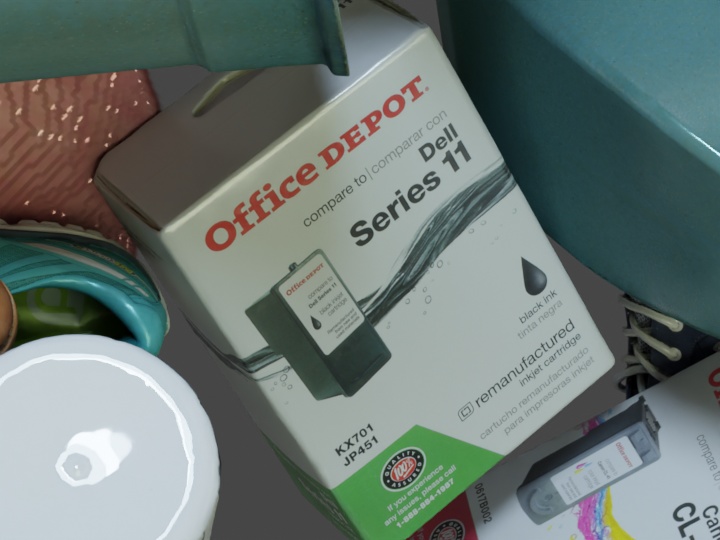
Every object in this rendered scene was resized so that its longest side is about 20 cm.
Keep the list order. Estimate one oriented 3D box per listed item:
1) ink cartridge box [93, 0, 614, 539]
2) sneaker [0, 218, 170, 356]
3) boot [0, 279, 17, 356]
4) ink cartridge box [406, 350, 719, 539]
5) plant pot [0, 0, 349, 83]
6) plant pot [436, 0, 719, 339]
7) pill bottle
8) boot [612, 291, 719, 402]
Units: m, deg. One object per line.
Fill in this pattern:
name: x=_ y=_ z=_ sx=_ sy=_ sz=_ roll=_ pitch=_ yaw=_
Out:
ink cartridge box: x=0.000 y=0.000 z=0.963 sx=0.146 sy=0.083 sz=0.200 roll=-39 pitch=122 yaw=-10
sneaker: x=-0.172 y=0.013 z=0.876 sx=0.199 sy=0.080 sz=0.078 roll=-1 pitch=109 yaw=-19
boot: x=-0.197 y=-0.025 z=0.759 sx=0.199 sy=0.155 sz=0.077 roll=19 pitch=56 yaw=-17
ink cartridge box: x=0.123 y=0.140 z=1.011 sx=0.200 sy=0.148 sz=0.086 roll=-30 pitch=122 yaw=10
plant pot: x=-0.117 y=-0.149 z=0.769 sx=0.195 sy=0.200 sz=0.201 roll=-10 pitch=116 yaw=1
plant pot: x=0.145 y=-0.071 z=0.922 sx=0.141 sy=0.200 sz=0.142 roll=-28 pitch=137 yaw=-16
pill bottle: x=-0.114 y=0.110 z=0.888 sx=0.106 sy=0.106 sz=0.200 roll=-25 pitch=161 yaw=-17
boot: x=0.152 y=0.032 z=1.063 sx=0.090 sy=0.073 sz=0.200 roll=-48 pitch=120 yaw=-1
